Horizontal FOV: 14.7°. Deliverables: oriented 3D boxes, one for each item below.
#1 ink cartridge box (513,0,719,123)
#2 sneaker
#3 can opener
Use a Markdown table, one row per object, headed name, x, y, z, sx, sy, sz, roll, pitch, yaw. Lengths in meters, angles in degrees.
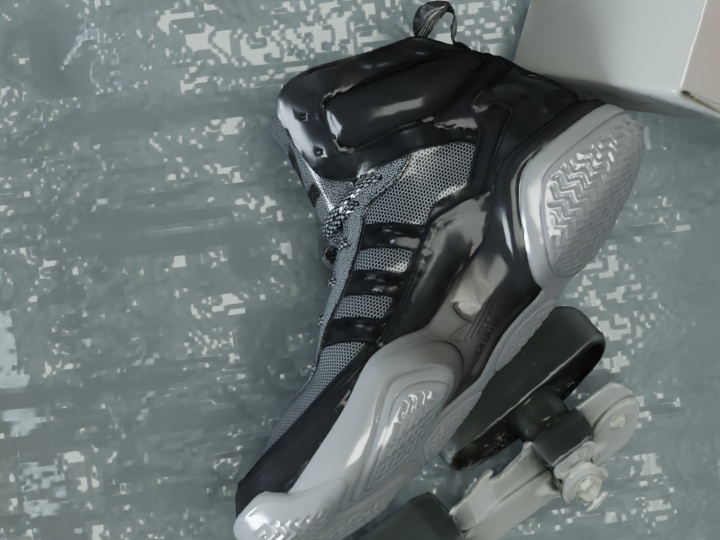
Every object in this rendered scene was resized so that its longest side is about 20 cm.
| name | x | y | z | sx | sy | sz | roll | pitch | yaw |
| --- | --- | --- | --- | --- | --- | --- | --- | --- | --- |
| ink cartridge box | 0.147 | -0.149 | 0.949 | 0.045 | 0.176 | 0.201 | 17 | 88 | -37 |
| sneaker | 0.000 | 0.000 | 0.965 | 0.114 | 0.076 | 0.200 | 38 | 81 | 15 |
| can opener | 0.017 | 0.096 | 0.999 | 0.200 | 0.053 | 0.066 | -39 | 62 | -8 |
